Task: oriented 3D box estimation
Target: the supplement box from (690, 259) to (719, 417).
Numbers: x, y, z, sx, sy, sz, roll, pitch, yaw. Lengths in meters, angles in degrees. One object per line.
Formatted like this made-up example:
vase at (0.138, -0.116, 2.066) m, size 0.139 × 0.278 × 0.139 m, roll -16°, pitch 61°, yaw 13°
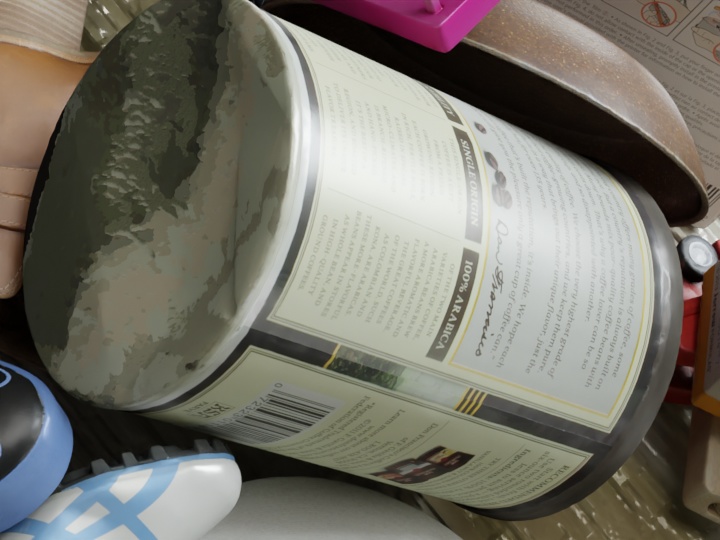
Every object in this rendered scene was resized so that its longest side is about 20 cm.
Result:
supplement box at (0.238, 0.005, 0.835) m, size 0.125 × 0.200 × 0.074 m, roll 24°, pitch 52°, yaw -15°

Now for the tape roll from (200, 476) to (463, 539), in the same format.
tape roll at (-0.012, 0.171, 0.747) m, size 0.201 × 0.037 × 0.204 m, roll 16°, pitch 53°, yaw -22°

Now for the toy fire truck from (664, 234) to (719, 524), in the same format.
toy fire truck at (0.152, 0.059, 0.915) m, size 0.199 × 0.049 × 0.142 m, roll -15°, pitch 70°, yaw -36°

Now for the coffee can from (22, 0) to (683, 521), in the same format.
coffee can at (0.000, 0.000, 0.763) m, size 0.199 × 0.146 × 0.147 m, roll 20°, pitch 48°, yaw -41°

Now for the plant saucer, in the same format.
plant saucer at (0.054, -0.076, 0.855) m, size 0.199 × 0.200 × 0.037 m, roll 26°, pitch 81°, yaw -14°

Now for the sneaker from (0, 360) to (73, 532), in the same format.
sneaker at (-0.192, 0.047, 0.644) m, size 0.198 × 0.078 × 0.071 m, roll -4°, pitch 58°, yaw 0°

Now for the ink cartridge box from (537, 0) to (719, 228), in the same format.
ink cartridge box at (0.119, -0.117, 0.930) m, size 0.199 × 0.176 × 0.045 m, roll 27°, pitch 52°, yaw -13°

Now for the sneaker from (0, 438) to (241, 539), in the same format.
sneaker at (-0.117, 0.122, 0.681) m, size 0.199 × 0.072 × 0.073 m, roll -32°, pitch 78°, yaw -24°

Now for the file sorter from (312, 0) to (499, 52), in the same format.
file sorter at (-0.012, -0.197, 0.782) m, size 0.199 × 0.126 × 0.139 m, roll 26°, pitch 62°, yaw 38°

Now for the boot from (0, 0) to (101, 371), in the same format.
boot at (-0.086, -0.027, 0.826) m, size 0.199 × 0.074 × 0.156 m, roll 18°, pitch 59°, yaw -21°

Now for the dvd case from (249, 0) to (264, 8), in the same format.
dvd case at (-0.070, -0.208, 0.913) m, size 0.149 × 0.025 × 0.201 m, roll 17°, pitch 60°, yaw 17°
